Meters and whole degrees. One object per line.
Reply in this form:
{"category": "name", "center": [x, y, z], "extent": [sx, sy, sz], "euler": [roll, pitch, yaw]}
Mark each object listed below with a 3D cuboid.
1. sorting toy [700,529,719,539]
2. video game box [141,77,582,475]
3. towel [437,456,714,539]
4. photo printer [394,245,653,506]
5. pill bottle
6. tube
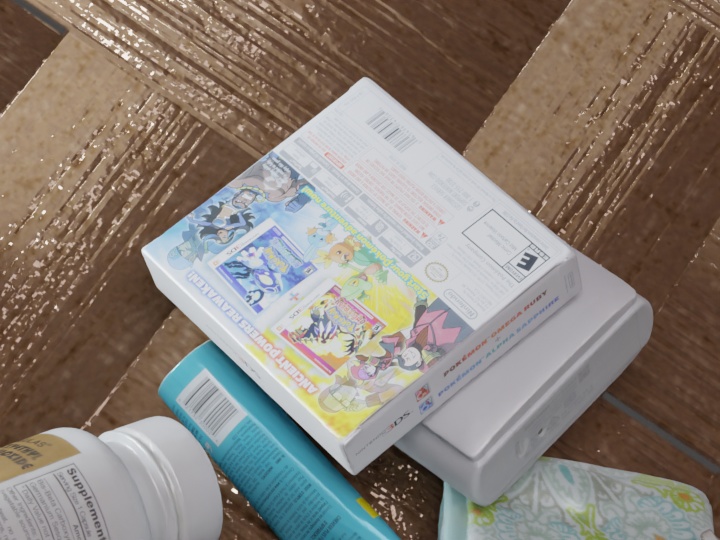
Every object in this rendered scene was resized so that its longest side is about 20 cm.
{"category": "sorting toy", "center": [0.283, 0.216, 1.711], "extent": [0.200, 0.107, 0.180], "euler": [-7, 54, -52]}
{"category": "video game box", "center": [0.000, 0.000, 1.713], "extent": [0.182, 0.047, 0.200], "euler": [-37, 55, -16]}
{"category": "towel", "center": [0.127, 0.186, 1.698], "extent": [0.170, 0.048, 0.200], "euler": [11, 37, -3]}
{"category": "photo printer", "center": [0.052, 0.030, 1.753], "extent": [0.200, 0.070, 0.166], "euler": [35, 67, 30]}
{"category": "pill bottle", "center": [-0.183, 0.153, 1.655], "extent": [0.200, 0.114, 0.115], "euler": [-19, 72, -37]}
{"category": "tube", "center": [-0.041, 0.130, 1.734], "extent": [0.050, 0.078, 0.200], "euler": [-28, 71, -43]}
